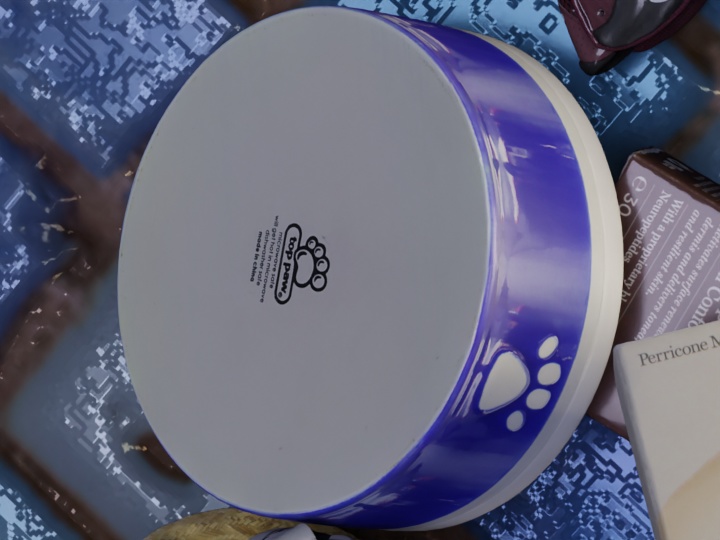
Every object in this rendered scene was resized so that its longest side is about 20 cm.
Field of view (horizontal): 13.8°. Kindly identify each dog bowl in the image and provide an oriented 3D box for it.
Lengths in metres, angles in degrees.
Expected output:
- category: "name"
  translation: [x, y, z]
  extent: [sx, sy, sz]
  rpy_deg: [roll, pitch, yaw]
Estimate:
- category: "dog bowl"
  translation: [0.000, 0.000, 1.152]
  extent: [0.200, 0.079, 0.200]
  rpy_deg: [-7, 80, 42]

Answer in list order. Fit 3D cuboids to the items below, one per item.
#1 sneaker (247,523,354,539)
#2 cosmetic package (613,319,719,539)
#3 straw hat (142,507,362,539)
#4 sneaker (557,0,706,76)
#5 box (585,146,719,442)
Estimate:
- category: "sneaker"
  translation: [0.015, 0.177, 1.115]
  extent: [0.079, 0.130, 0.199]
  rpy_deg: [-24, 77, -14]
- category: "cosmetic package"
  translation: [0.161, 0.116, 1.043]
  extent: [0.103, 0.073, 0.200]
  rpy_deg: [-15, 70, 3]
- category: "straw hat"
  translation: [-0.045, 0.204, 1.212]
  extent: [0.201, 0.201, 0.085]
  rpy_deg: [54, 146, 7]
- category: "sneaker"
  translation: [0.064, -0.134, 1.170]
  extent: [0.200, 0.076, 0.116]
  rpy_deg: [0, 97, 16]
- category: "box"
  translation: [0.169, 0.045, 1.151]
  extent: [0.200, 0.075, 0.100]
  rpy_deg: [31, 101, 11]
